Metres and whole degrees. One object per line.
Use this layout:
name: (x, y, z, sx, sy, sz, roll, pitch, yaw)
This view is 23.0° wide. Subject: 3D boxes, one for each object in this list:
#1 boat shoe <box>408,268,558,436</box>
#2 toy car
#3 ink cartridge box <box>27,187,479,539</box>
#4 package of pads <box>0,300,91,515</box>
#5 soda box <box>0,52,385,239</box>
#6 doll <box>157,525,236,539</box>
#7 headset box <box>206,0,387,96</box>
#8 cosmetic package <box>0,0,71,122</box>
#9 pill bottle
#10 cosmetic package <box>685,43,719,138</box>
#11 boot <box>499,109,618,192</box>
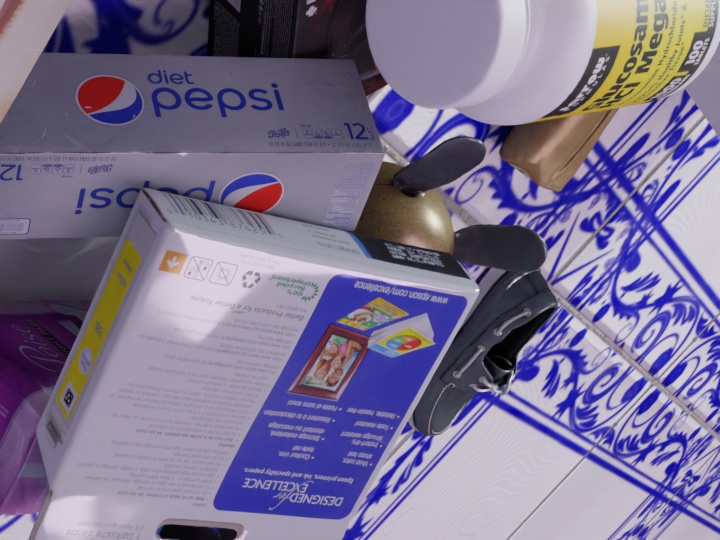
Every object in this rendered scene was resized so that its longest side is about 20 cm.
boat shoe: (0.103, 0.077, 1.505, 0.072, 0.062, 0.201, -14, 141, -49)
toy car: (0.000, 0.000, 0.999, 0.198, 0.159, 0.165, -21, 133, 18)
ink cartridge box: (-0.062, 0.067, 0.915, 0.196, 0.047, 0.201, 11, 119, -38)
package of pads: (-0.165, 0.073, 1.000, 0.199, 0.120, 0.076, 2, 119, -58)
soda box: (-0.093, -0.062, 0.874, 0.198, 0.069, 0.064, -2, 142, -21)
doll: (-0.112, 0.189, 1.354, 0.135, 0.049, 0.201, -26, 145, -17)
headset box: (0.018, -0.181, 0.950, 0.199, 0.075, 0.149, -31, 152, -28)
cosmetic package: (-0.184, -0.115, 0.704, 0.201, 0.103, 0.087, -54, 156, 22)
pill bottle: (0.097, -0.135, 0.916, 0.199, 0.112, 0.113, -15, 142, -48)
cosmetic package: (0.391, -0.151, 1.412, 0.199, 0.200, 0.123, -29, 171, -29)
boot: (0.170, -0.149, 1.256, 0.200, 0.066, 0.175, -51, 155, 15)
